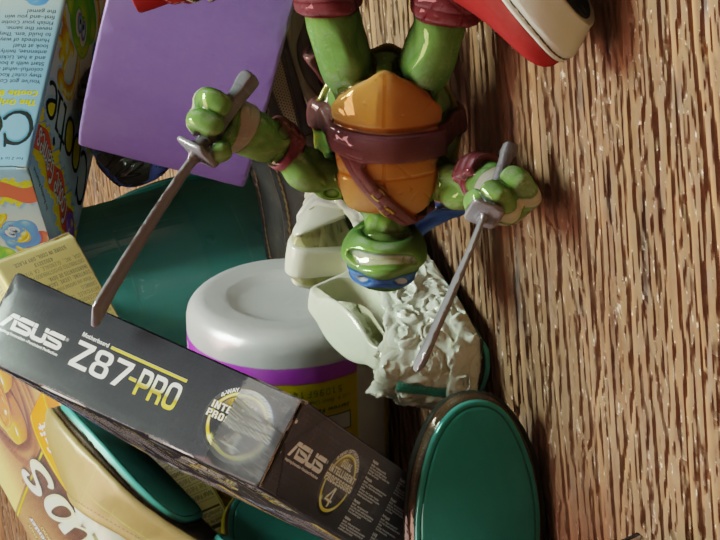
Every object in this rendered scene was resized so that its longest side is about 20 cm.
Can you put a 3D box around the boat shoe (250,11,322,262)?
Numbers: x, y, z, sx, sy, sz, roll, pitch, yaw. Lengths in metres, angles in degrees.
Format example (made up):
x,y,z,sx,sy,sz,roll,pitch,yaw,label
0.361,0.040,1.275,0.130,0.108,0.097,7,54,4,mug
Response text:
x,y,z,sx,sy,sz,roll,pitch,yaw,label
-0.061,-0.095,1.518,0.074,0.073,0.201,-176,77,-71,boat shoe

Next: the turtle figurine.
x,y,z,sx,sy,sz,roll,pitch,yaw,label
0.003,-0.068,1.233,0.144,0.200,0.195,17,113,38,turtle figurine

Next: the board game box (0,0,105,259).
x,y,z,sx,sy,sz,roll,pitch,yaw,label
-0.203,-0.100,1.573,0.103,0.105,0.200,79,-166,-51,board game box

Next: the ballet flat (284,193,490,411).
x,y,z,sx,sy,sz,roll,pitch,yaw,label
0.000,0.000,1.405,0.200,0.072,0.072,-124,30,-52,ballet flat

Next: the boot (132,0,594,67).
x,y,z,sx,sy,sz,roll,pitch,yaw,label
-0.012,-0.128,1.175,0.200,0.144,0.072,46,-166,6,boot

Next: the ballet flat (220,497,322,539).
x,y,z,sx,sy,sz,roll,pitch,yaw,label
0.002,0.191,1.431,0.200,0.067,0.067,45,168,17,ballet flat

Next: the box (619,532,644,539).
x,y,z,sx,sy,sz,roll,pitch,yaw,label
0.071,0.199,1.212,0.200,0.060,0.117,-38,75,56,box

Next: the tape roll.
x,y,z,sx,sy,sz,roll,pitch,yaw,label
-0.071,-0.146,1.375,0.200,0.085,0.201,-166,90,-86,tape roll

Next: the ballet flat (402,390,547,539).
x,y,z,sx,sy,sz,roll,pitch,yaw,label
0.054,0.152,1.329,0.068,0.068,0.201,-161,62,-79,ballet flat

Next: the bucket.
x,y,z,sx,sy,sz,roll,pitch,yaw,label
-0.109,0.047,1.638,0.207,0.134,0.208,171,90,-71,bucket

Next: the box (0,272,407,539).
x,y,z,sx,sy,sz,roll,pitch,yaw,label
-0.063,0.075,1.320,0.161,0.049,0.200,25,173,28,box

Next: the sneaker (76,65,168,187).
x,y,z,sx,sy,sz,roll,pitch,yaw,label
-0.104,-0.097,1.603,0.200,0.075,0.079,-73,-28,-58,sneaker

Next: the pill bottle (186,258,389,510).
x,y,z,sx,sy,sz,roll,pitch,yaw,label
-0.036,0.102,1.502,0.104,0.104,0.201,-134,38,-59,pill bottle

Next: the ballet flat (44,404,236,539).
x,y,z,sx,sy,sz,roll,pitch,yaw,label
-0.089,0.142,1.390,0.200,0.063,0.069,36,-176,16,ballet flat

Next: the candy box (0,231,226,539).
x,y,z,sx,sy,sz,roll,pitch,yaw,label
-0.143,0.096,1.501,0.200,0.055,0.115,59,145,11,candy box
